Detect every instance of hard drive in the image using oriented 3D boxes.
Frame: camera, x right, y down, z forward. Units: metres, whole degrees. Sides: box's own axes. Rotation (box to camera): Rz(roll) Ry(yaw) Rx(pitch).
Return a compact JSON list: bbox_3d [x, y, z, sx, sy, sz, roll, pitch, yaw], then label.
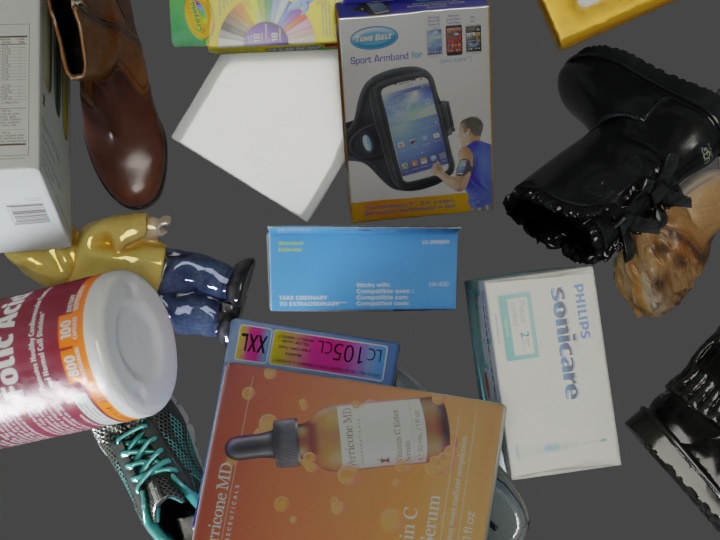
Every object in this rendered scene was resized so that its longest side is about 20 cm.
[{"bbox_3d":[-0.047,-0.159,1.407,0.131,0.026,0.201,31,89,-1],"label":"hard drive"}]

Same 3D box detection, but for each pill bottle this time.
[{"bbox_3d":[-0.252,0.074,1.330,0.199,0.114,0.115,-14,90,23],"label":"pill bottle"}]

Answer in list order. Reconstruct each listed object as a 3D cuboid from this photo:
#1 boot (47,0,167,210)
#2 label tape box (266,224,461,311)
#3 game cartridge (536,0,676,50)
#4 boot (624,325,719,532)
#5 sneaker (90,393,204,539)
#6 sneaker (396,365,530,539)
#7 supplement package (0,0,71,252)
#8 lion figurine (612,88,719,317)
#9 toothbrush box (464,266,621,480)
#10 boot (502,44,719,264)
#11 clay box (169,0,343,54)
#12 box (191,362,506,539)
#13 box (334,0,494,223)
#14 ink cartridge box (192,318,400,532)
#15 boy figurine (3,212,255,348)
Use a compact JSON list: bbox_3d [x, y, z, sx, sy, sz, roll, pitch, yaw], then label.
[{"bbox_3d":[-0.192,-0.144,1.316,0.068,0.200,0.190,-3,90,-1],"label":"boot"},{"bbox_3d":[0.000,0.000,1.320,0.143,0.200,0.064,0,90,-1],"label":"label tape box"},{"bbox_3d":[0.219,-0.300,1.411,0.199,0.032,0.177,-24,90,0],"label":"game cartridge"},{"bbox_3d":[0.334,0.140,1.387,0.158,0.079,0.211,-42,90,-1],"label":"boot"},{"bbox_3d":[-0.156,0.162,1.369,0.077,0.091,0.201,-34,90,-1],"label":"sneaker"},{"bbox_3d":[0.058,0.152,1.388,0.073,0.071,0.200,-42,74,4],"label":"sneaker"},{"bbox_3d":[-0.303,-0.132,1.310,0.149,0.152,0.201,-4,69,-1],"label":"supplement package"},{"bbox_3d":[0.279,-0.057,1.392,0.199,0.072,0.123,-34,107,-7],"label":"lion figurine"},{"bbox_3d":[0.136,0.074,1.323,0.085,0.200,0.148,-8,91,-2],"label":"toothbrush box"},{"bbox_3d":[0.177,-0.088,1.320,0.162,0.198,0.074,-39,128,-17],"label":"boot"},{"bbox_3d":[-0.053,-0.234,1.371,0.198,0.048,0.116,-2,91,-1],"label":"clay box"},{"bbox_3d":[-0.007,0.164,1.210,0.198,0.106,0.153,8,70,4],"label":"box"},{"bbox_3d":[0.043,-0.138,1.356,0.118,0.042,0.201,-6,121,-2],"label":"box"},{"bbox_3d":[-0.049,0.150,1.314,0.135,0.076,0.201,8,72,4],"label":"ink cartridge box"},{"bbox_3d":[-0.190,0.008,1.383,0.198,0.065,0.125,13,115,2],"label":"boy figurine"}]
